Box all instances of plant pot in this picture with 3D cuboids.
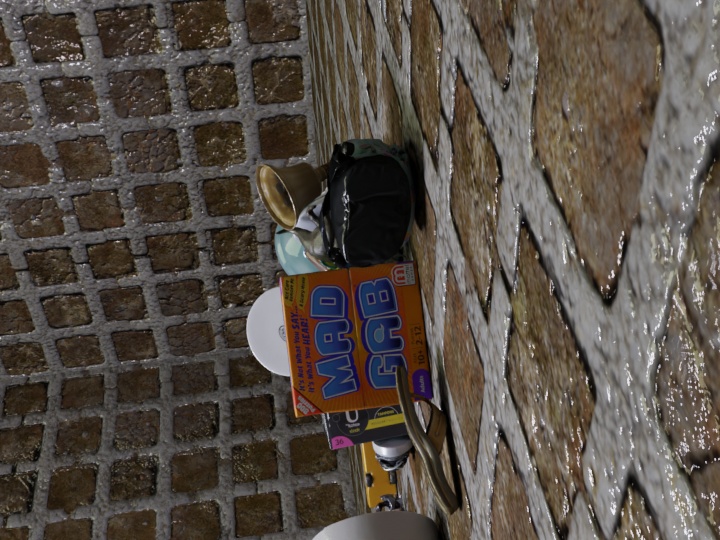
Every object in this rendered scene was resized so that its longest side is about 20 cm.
[{"bbox_3d":[-0.069,-0.070,2.072,0.134,0.199,0.202,-26,68,56],"label":"plant pot"}]

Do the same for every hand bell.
[{"bbox_3d":[-0.046,-0.149,1.426,0.104,0.199,0.105,42,149,33],"label":"hand bell"}]

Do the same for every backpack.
[{"bbox_3d":[0.012,-0.104,1.312,0.200,0.125,0.168,-103,21,-68],"label":"backpack"}]

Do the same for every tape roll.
[{"bbox_3d":[0.030,0.462,1.416,0.204,0.201,0.140,90,173,-52],"label":"tape roll"}]

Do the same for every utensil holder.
[{"bbox_3d":[-0.097,0.095,1.723,0.200,0.168,0.172,-18,-77,-71],"label":"utensil holder"}]

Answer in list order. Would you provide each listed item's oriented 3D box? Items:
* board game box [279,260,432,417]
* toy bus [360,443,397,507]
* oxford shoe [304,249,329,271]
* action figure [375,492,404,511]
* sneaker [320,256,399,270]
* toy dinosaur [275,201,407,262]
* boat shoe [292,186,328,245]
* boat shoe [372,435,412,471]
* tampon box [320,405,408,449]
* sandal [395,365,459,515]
[{"bbox_3d":[-0.013,0.102,1.444,0.200,0.198,0.202,142,122,-84],"label":"board game box"},{"bbox_3d":[0.037,0.399,2.039,0.078,0.064,0.202,156,107,-87],"label":"toy bus"},{"bbox_3d":[-0.030,0.033,1.634,0.200,0.073,0.071,44,-157,0],"label":"oxford shoe"},{"bbox_3d":[0.065,0.500,1.837,0.200,0.069,0.131,115,140,-88],"label":"action figure"},{"bbox_3d":[-0.006,-0.028,1.590,0.200,0.129,0.080,102,160,-78],"label":"sneaker"},{"bbox_3d":[-0.034,-0.054,1.443,0.077,0.198,0.103,29,-127,-86],"label":"toy dinosaur"},{"bbox_3d":[-0.023,-0.110,1.504,0.074,0.199,0.066,50,-159,-21],"label":"boat shoe"},{"bbox_3d":[0.056,0.316,1.662,0.200,0.071,0.069,137,128,-87],"label":"boat shoe"},{"bbox_3d":[0.002,0.224,1.666,0.200,0.148,0.128,168,91,-85],"label":"tampon box"},{"bbox_3d":[0.094,0.217,1.251,0.080,0.054,0.201,81,167,-76],"label":"sandal"}]
